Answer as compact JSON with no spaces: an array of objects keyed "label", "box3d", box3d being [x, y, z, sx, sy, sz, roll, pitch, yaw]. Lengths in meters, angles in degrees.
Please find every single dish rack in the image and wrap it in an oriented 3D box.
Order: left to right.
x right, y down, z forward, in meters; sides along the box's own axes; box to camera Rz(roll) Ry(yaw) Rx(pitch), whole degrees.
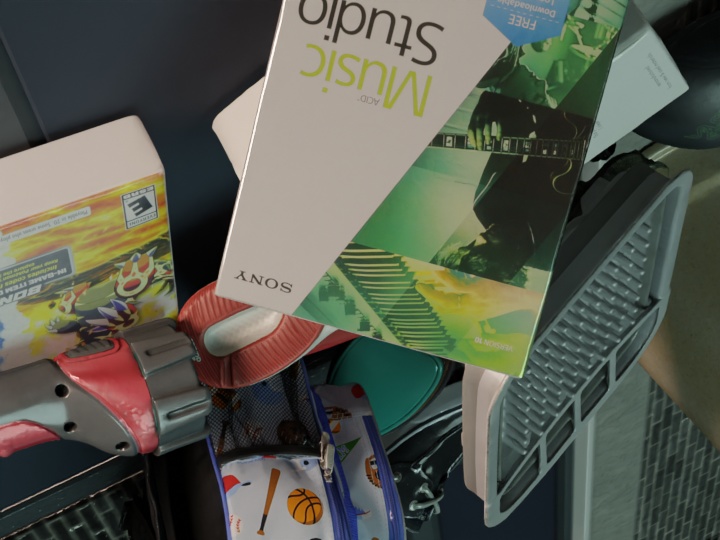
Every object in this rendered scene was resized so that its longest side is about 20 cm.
[{"label":"dish rack","box3d":[0.106,0.037,0.855,0.172,0.044,0.200,-46,158,-19]}]

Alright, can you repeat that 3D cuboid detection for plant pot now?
[{"label":"plant pot","box3d":[0.255,0.028,1.042,0.200,0.184,0.201,-21,147,-14]}]

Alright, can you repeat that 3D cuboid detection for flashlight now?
[{"label":"flashlight","box3d":[-0.175,0.082,0.786,0.200,0.068,0.068,-19,151,-21]}]

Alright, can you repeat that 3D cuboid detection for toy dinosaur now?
[{"label":"toy dinosaur","box3d":[0.103,-0.002,0.911,0.200,0.047,0.088,-43,163,-38]}]

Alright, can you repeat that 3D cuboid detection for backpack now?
[{"label":"backpack","box3d":[-0.060,0.161,0.940,0.154,0.191,0.200,0,140,-12]}]

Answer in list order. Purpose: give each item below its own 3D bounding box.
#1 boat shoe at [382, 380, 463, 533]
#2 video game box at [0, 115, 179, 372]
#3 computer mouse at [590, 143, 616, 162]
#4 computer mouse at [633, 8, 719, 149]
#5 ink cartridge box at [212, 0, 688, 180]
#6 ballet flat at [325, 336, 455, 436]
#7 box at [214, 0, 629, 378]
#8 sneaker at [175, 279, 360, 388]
[{"label":"boat shoe","box3d":[0.029,0.155,1.143,0.200,0.068,0.072,-38,148,11]},{"label":"video game box","box3d":[-0.190,0.025,0.798,0.200,0.047,0.182,-21,150,-16]},{"label":"computer mouse","box3d":[0.060,-0.070,0.873,0.200,0.044,0.110,-23,149,-13]},{"label":"computer mouse","box3d":[0.245,-0.129,0.925,0.200,0.053,0.139,-32,151,-6]},{"label":"ink cartridge box","box3d":[0.039,-0.081,0.770,0.200,0.117,0.067,-35,149,11]},{"label":"ballet flat","box3d":[0.038,0.025,0.967,0.073,0.073,0.200,-7,142,-33]},{"label":"box","box3d":[0.028,-0.066,0.696,0.036,0.144,0.201,-58,163,-77]},{"label":"sneaker","box3d":[0.000,0.000,0.874,0.199,0.079,0.116,-16,-175,4]}]
